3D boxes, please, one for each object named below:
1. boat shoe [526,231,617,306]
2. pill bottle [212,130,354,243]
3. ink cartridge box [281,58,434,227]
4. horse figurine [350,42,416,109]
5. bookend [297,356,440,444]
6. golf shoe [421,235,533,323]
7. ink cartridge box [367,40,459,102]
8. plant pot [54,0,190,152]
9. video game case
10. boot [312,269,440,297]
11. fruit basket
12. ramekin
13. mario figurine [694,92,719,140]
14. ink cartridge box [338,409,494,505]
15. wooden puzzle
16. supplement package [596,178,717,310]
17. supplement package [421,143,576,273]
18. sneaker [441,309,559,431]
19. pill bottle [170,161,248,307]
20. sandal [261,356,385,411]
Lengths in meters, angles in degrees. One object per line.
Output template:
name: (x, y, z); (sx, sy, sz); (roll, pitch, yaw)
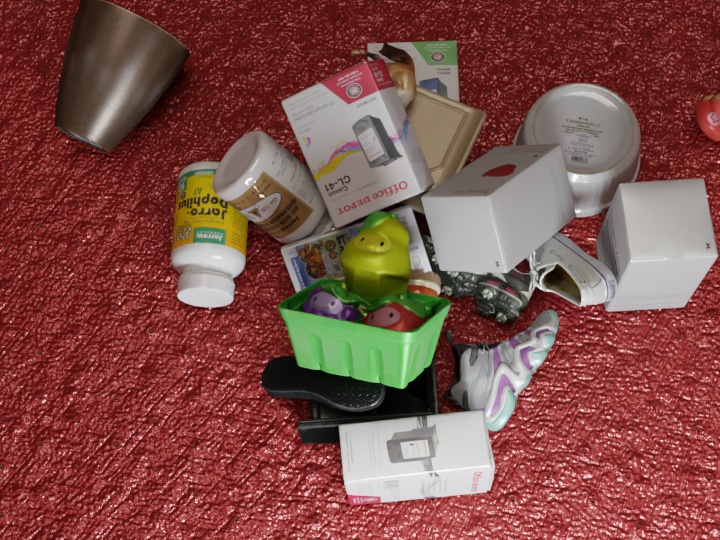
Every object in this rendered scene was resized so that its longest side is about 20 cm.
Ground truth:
boat shoe: (0.275, 0.003, 1.651); (0.086, 0.075, 0.202); (-17, 32, -21)
pill bottle: (-0.109, -0.105, 1.687); (0.200, 0.114, 0.115); (37, 68, -30)
ink cartridge box: (-0.002, -0.181, 1.631); (0.147, 0.086, 0.200); (-22, 93, 21)
horse figurine: (0.033, -0.254, 1.698); (0.132, 0.050, 0.200); (14, 76, 18)
bookend: (0.009, 0.137, 1.644); (0.198, 0.092, 0.200); (-3, 67, 1)
golf shoe: (0.164, 0.000, 1.714); (0.200, 0.077, 0.088); (32, 52, 12)
ink cartridge box: (0.084, -0.253, 1.799); (0.145, 0.088, 0.200); (-1, 72, 2)
plant pot: (-0.394, -0.295, 1.801); (0.187, 0.187, 0.200); (24, 86, 11)
video game case: (0.000, 0.000, 1.680); (0.200, 0.018, 0.143); (-18, 110, 2)
boot: (0.011, 0.061, 1.597); (0.200, 0.075, 0.107); (-4, 68, 20)
fruit basket: (0.010, 0.030, 1.499); (0.215, 0.216, 0.155); (34, 29, 14)
ramekin: (0.335, -0.193, 1.756); (0.200, 0.105, 0.201); (-1, 68, 1)
mario figurine: (0.607, -0.272, 1.773); (0.200, 0.106, 0.123); (-31, 36, -18)
ink cartridge box: (0.076, 0.258, 1.565); (0.200, 0.145, 0.084); (-6, 66, 0)
wooden puzzle: (0.066, -0.190, 1.717); (0.200, 0.037, 0.185); (22, 75, 14)
supplement package: (0.417, -0.033, 1.630); (0.121, 0.200, 0.120); (-3, 68, 0)
supplement package: (0.202, -0.092, 1.650); (0.121, 0.120, 0.200); (2, 27, 41)
sneaker: (0.189, 0.115, 1.648); (0.140, 0.078, 0.200); (31, 72, 6)
pill bottle: (-0.226, -0.052, 1.717); (0.113, 0.113, 0.200); (1, 69, 3)
sandal: (-0.044, 0.155, 1.571); (0.200, 0.048, 0.075); (6, 60, 35)
